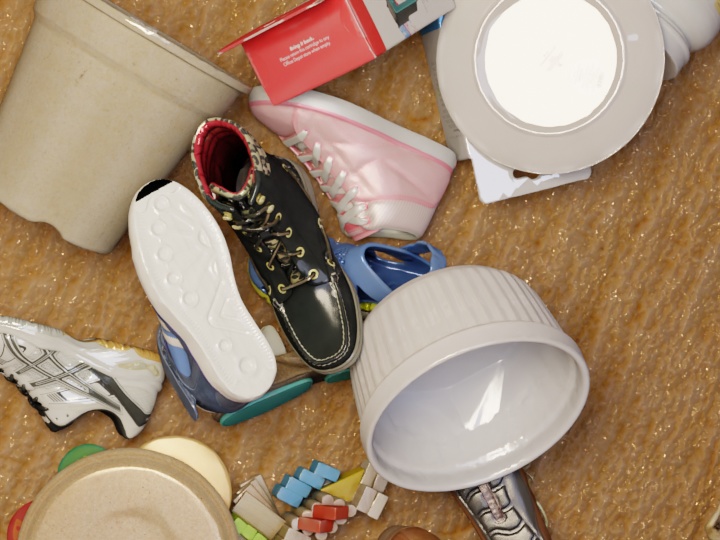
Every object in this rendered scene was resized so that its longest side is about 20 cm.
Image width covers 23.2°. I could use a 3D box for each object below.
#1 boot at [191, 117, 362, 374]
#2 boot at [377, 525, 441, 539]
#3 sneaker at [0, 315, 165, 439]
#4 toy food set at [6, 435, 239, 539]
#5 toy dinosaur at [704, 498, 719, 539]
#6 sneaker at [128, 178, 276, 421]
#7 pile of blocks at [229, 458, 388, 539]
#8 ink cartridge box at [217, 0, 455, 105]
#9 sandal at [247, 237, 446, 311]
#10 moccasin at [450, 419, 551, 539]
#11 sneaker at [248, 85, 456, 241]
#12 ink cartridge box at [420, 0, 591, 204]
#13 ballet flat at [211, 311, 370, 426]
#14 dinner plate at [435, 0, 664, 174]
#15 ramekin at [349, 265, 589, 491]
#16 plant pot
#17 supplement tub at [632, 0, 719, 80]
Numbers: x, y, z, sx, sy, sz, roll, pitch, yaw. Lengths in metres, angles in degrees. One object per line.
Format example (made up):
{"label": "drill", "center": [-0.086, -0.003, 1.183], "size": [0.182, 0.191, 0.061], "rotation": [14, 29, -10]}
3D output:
{"label": "boot", "center": [-0.071, -0.020, 1.438], "size": [0.073, 0.154, 0.204], "rotation": [-24, 68, 13]}
{"label": "boot", "center": [0.100, 0.306, 1.548], "size": [0.077, 0.155, 0.200], "rotation": [-37, 100, -12]}
{"label": "sneaker", "center": [-0.266, 0.090, 1.487], "size": [0.199, 0.076, 0.088], "rotation": [15, 86, -14]}
{"label": "toy food set", "center": [-0.201, 0.245, 1.506], "size": [0.197, 0.049, 0.201], "rotation": [-8, 90, -3]}
{"label": "toy dinosaur", "center": [0.331, 0.286, 1.639], "size": [0.058, 0.101, 0.201], "rotation": [17, 86, -15]}
{"label": "sneaker", "center": [-0.151, 0.029, 1.463], "size": [0.080, 0.146, 0.201], "rotation": [-30, 95, -25]}
{"label": "pile of blocks", "center": [-0.060, 0.215, 1.552], "size": [0.200, 0.062, 0.082], "rotation": [-29, 98, -14]}
{"label": "ink cartridge box", "center": [-0.019, -0.203, 1.480], "size": [0.200, 0.116, 0.067], "rotation": [-40, 105, -53]}
{"label": "sandal", "center": [0.000, 0.000, 1.534], "size": [0.199, 0.087, 0.080], "rotation": [7, 61, 1]}
{"label": "moccasin", "center": [0.127, 0.201, 1.598], "size": [0.074, 0.078, 0.202], "rotation": [-33, 80, 3]}
{"label": "sneaker", "center": [-0.016, -0.088, 1.553], "size": [0.200, 0.075, 0.105], "rotation": [22, 80, -19]}
{"label": "ink cartridge box", "center": [0.129, -0.168, 1.596], "size": [0.115, 0.068, 0.201], "rotation": [-14, 94, -13]}
{"label": "ballet flat", "center": [-0.047, 0.075, 1.558], "size": [0.199, 0.068, 0.073], "rotation": [-19, 75, -14]}
{"label": "dinner plate", "center": [0.164, -0.184, 1.527], "size": [0.199, 0.024, 0.201], "rotation": [1, 97, 7]}
{"label": "ramekin", "center": [0.085, 0.087, 1.497], "size": [0.199, 0.201, 0.105], "rotation": [-9, 49, -15]}
{"label": "plant pot", "center": [-0.221, -0.124, 1.452], "size": [0.200, 0.200, 0.184], "rotation": [30, 94, -13]}
{"label": "supplement tub", "center": [0.286, -0.290, 1.599], "size": [0.145, 0.145, 0.200], "rotation": [35, 82, -13]}
